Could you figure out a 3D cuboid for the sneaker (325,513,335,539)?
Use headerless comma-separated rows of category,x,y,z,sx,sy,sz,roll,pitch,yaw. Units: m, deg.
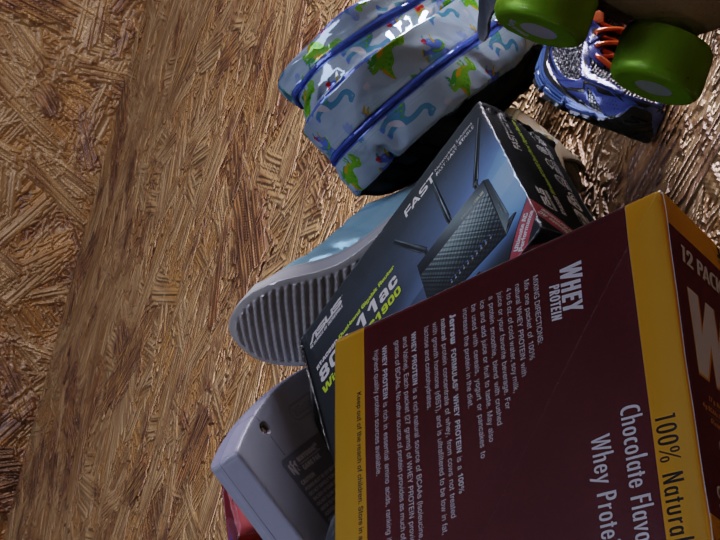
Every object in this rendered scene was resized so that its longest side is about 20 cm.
sneaker,0.045,0.131,1.146,0.200,0.060,0.104,-40,37,23

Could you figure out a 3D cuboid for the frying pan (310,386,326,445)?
frying pan,0.022,0.043,1.227,0.114,0.031,0.191,10,97,33

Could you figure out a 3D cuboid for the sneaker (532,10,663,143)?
sneaker,0.151,-0.152,1.194,0.200,0.075,0.079,-103,35,-52

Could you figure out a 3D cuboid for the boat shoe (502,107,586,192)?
boat shoe,0.114,-0.057,1.255,0.200,0.065,0.073,-72,-5,-72

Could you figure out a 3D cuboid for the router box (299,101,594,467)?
router box,0.052,0.022,1.098,0.200,0.062,0.150,-53,27,19

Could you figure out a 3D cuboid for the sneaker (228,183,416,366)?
sneaker,0.000,0.000,1.280,0.199,0.074,0.082,-25,20,29

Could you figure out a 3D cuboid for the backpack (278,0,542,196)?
backpack,0.033,-0.127,1.293,0.163,0.154,0.200,-35,16,31

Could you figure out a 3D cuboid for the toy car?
toy car,0.129,-0.193,1.126,0.200,0.157,0.165,-1,68,67

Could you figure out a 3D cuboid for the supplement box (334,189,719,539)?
supplement box,0.105,0.106,0.912,0.199,0.133,0.198,-26,45,28

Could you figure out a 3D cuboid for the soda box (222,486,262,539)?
soda box,-0.064,0.214,1.456,0.200,0.070,0.064,90,165,-55

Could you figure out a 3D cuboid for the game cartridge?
game cartridge,-0.019,0.132,1.274,0.040,0.134,0.200,-35,-2,30
